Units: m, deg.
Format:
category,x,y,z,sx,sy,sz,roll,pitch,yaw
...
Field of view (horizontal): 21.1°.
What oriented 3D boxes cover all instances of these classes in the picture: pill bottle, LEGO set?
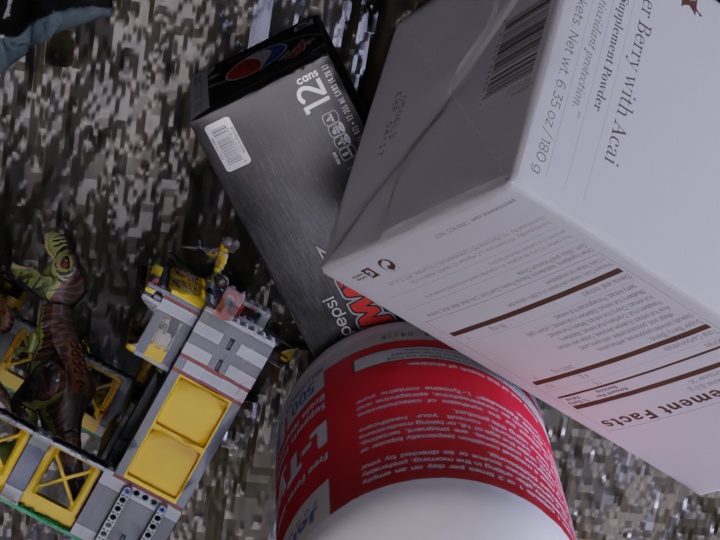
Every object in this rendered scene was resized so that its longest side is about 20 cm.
category,x,y,z,sx,sy,sz,roll,pitch,yaw
pill bottle,0.024,0.107,0.705,0.111,0.200,0.113,-1,112,-2
LEGO set,-0.105,0.019,0.748,0.153,0.200,0.116,30,97,-1

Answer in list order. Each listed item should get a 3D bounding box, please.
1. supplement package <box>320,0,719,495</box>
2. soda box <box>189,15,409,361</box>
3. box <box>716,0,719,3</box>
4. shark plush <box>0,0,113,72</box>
category,x,y,z,sx,sy,sz,roll,pitch,yaw
supplement package,0.109,-0.018,0.727,0.199,0.120,0.122,30,60,-24
soda box,0.000,0.000,0.808,0.063,0.071,0.201,-25,110,4
box,0.079,-0.162,0.725,0.160,0.044,0.200,-21,116,47
shark plush,-0.195,-0.077,0.758,0.200,0.083,0.091,-41,93,-18
